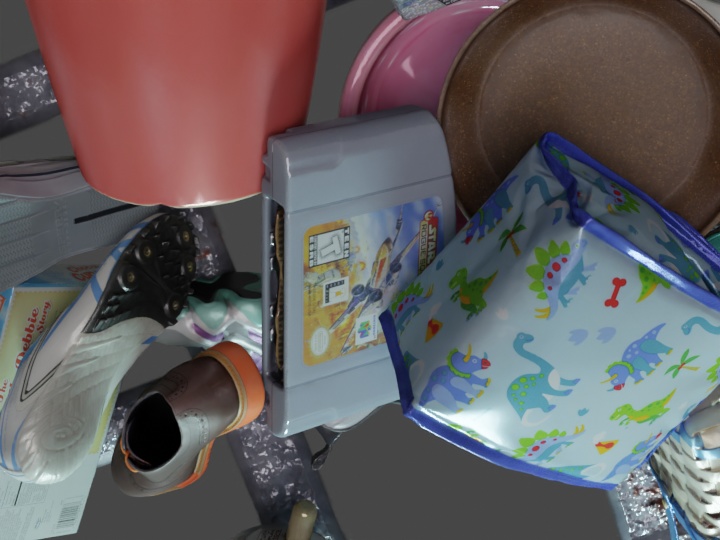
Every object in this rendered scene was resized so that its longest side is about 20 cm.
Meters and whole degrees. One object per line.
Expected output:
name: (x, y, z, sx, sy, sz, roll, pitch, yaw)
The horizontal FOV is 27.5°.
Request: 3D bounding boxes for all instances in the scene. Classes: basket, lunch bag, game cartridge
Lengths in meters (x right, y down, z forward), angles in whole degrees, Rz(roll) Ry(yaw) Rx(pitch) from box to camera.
basket: (0.293, 0.135, 1.030, 0.175, 0.139, 0.201, -21, 119, 0)
lunch bag: (0.140, 0.039, 0.908, 0.199, 0.128, 0.170, 29, 116, -25)
game cartridge: (0.000, 0.000, 0.932, 0.132, 0.041, 0.201, -13, 119, -28)

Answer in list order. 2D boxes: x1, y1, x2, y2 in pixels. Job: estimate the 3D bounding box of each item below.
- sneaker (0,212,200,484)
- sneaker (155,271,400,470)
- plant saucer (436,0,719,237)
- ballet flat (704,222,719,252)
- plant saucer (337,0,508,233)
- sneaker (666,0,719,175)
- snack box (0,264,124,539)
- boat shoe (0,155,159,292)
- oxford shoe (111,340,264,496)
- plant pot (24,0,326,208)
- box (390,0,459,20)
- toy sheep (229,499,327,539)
sneaker: (-0.174, 0.043, 0.947, 0.072, 0.072, 0.201, 49, 64, -42)
sneaker: (-0.048, 0.073, 1.020, 0.199, 0.078, 0.141, -4, 107, -2)
plant saucer: (0.148, -0.093, 0.933, 0.199, 0.037, 0.202, 3, 115, 6)
ballet flat: (0.231, 0.010, 1.024, 0.199, 0.074, 0.075, -15, 108, 1)
plant saucer: (0.083, -0.099, 0.987, 0.199, 0.051, 0.202, -1, 107, -3)
sneaker: (0.233, -0.130, 0.974, 0.088, 0.074, 0.201, -31, 107, 9)
snack box: (-0.223, 0.093, 1.004, 0.116, 0.037, 0.201, 0, 114, -49)
boat shoe: (-0.224, -0.031, 0.933, 0.199, 0.067, 0.074, -12, 116, -42)
oxford shoe: (-0.138, 0.109, 0.986, 0.071, 0.072, 0.200, 57, 142, 12)
plant pot: (-0.110, -0.147, 0.898, 0.199, 0.201, 0.178, -2, 119, -3)
box: (0.043, -0.272, 0.855, 0.131, 0.115, 0.201, -20, 79, 3)
toy sheep: (-0.054, 0.249, 1.050, 0.137, 0.138, 0.201, 12, 111, -7)
